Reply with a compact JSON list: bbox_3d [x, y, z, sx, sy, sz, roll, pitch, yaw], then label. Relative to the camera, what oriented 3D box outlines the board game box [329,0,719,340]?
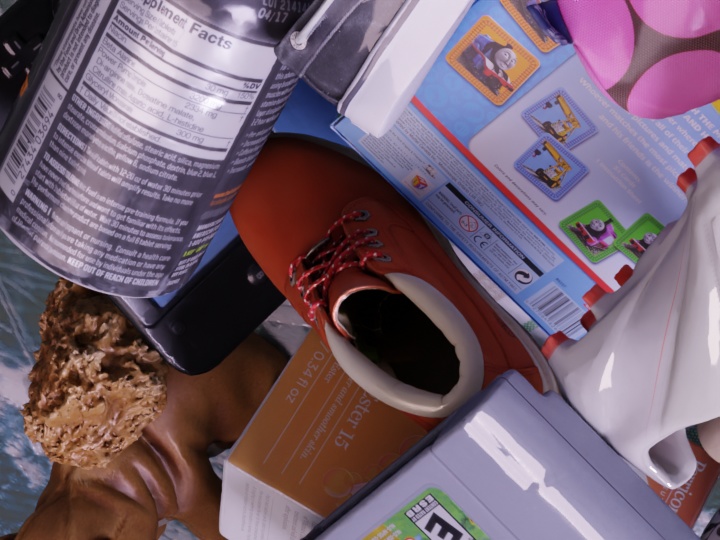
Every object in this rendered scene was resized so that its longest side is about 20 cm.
[{"bbox_3d":[0.104,-0.067,0.864,0.151,0.037,0.200,43,132,-10],"label":"board game box"}]

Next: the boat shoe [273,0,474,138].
[{"bbox_3d":[0.032,-0.145,0.795,0.068,0.072,0.201,35,122,1],"label":"boat shoe"}]

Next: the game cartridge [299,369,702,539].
[{"bbox_3d":[0.052,0.132,0.855,0.133,0.041,0.200,42,139,-3],"label":"game cartridge"}]

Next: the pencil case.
[{"bbox_3d":[0.158,-0.124,0.718,0.199,0.091,0.094,-22,96,33],"label":"pencil case"}]

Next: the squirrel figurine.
[{"bbox_3d":[-0.139,0.091,1.159,0.140,0.187,0.201,11,139,30],"label":"squirrel figurine"}]

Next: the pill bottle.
[{"bbox_3d":[-0.077,-0.095,0.896,0.106,0.106,0.201,32,116,2],"label":"pill bottle"}]

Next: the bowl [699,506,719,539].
[{"bbox_3d":[0.234,0.126,0.945,0.199,0.200,0.095,5,92,36],"label":"bowl"}]

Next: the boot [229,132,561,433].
[{"bbox_3d":[0.000,0.000,0.903,0.200,0.075,0.107,43,-172,27],"label":"boot"}]

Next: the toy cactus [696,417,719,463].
[{"bbox_3d":[0.196,0.041,0.864,0.198,0.103,0.165,5,149,-22],"label":"toy cactus"}]

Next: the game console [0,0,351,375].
[{"bbox_3d":[-0.066,-0.064,0.983,0.200,0.176,0.116,50,171,-21],"label":"game console"}]

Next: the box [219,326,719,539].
[{"bbox_3d":[0.049,0.107,0.988,0.199,0.125,0.098,28,154,8],"label":"box"}]

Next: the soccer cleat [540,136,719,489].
[{"bbox_3d":[0.137,0.001,0.748,0.078,0.069,0.200,46,137,13],"label":"soccer cleat"}]

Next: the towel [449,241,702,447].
[{"bbox_3d":[0.121,0.001,0.949,0.200,0.031,0.149,42,131,-12],"label":"towel"}]
